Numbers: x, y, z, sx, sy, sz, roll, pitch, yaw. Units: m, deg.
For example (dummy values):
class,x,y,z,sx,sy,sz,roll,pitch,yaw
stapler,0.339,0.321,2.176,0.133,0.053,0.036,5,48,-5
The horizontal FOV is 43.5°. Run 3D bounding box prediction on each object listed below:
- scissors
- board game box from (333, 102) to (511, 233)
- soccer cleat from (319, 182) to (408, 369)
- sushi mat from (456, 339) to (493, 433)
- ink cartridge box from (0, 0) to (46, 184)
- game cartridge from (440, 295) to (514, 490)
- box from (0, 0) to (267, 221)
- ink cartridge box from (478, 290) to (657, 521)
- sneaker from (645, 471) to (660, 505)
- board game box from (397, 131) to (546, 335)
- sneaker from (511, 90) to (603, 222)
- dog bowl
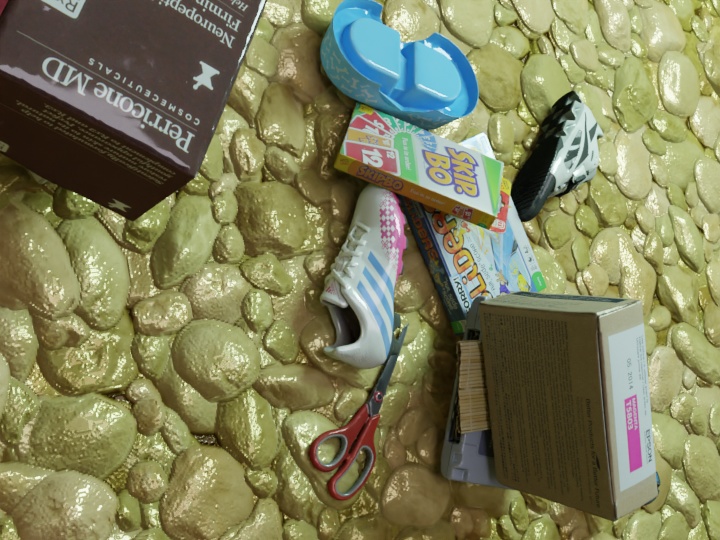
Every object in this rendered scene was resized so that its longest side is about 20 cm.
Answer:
class,x,y,z,sx,sy,sz,roll,pitch,yaw
scissors,0.016,0.150,0.962,0.073,0.014,0.201,47,59,-13
board game box,0.075,-0.111,0.982,0.197,0.030,0.096,23,45,-7
soccer cleat,0.000,0.000,0.944,0.085,0.070,0.204,7,77,-31
sushi mat,0.180,0.122,1.002,0.198,0.012,0.097,0,93,-36
ink cartridge box,-0.243,-0.197,0.822,0.199,0.082,0.148,-39,101,-31
game cartridge,0.162,0.141,1.018,0.132,0.041,0.203,17,81,-31
box,-0.189,-0.176,0.705,0.164,0.164,0.203,27,69,-25
ink cartridge box,0.207,0.128,0.913,0.074,0.164,0.204,-12,100,-35
sneaker,0.289,0.193,1.094,0.072,0.082,0.203,-4,64,-17
board game box,0.128,-0.045,1.053,0.134,0.034,0.202,-27,96,-32
sneaker,0.255,-0.127,1.126,0.088,0.074,0.201,40,63,-17
dog bowl,0.041,-0.226,1.015,0.198,0.049,0.113,18,58,-29
